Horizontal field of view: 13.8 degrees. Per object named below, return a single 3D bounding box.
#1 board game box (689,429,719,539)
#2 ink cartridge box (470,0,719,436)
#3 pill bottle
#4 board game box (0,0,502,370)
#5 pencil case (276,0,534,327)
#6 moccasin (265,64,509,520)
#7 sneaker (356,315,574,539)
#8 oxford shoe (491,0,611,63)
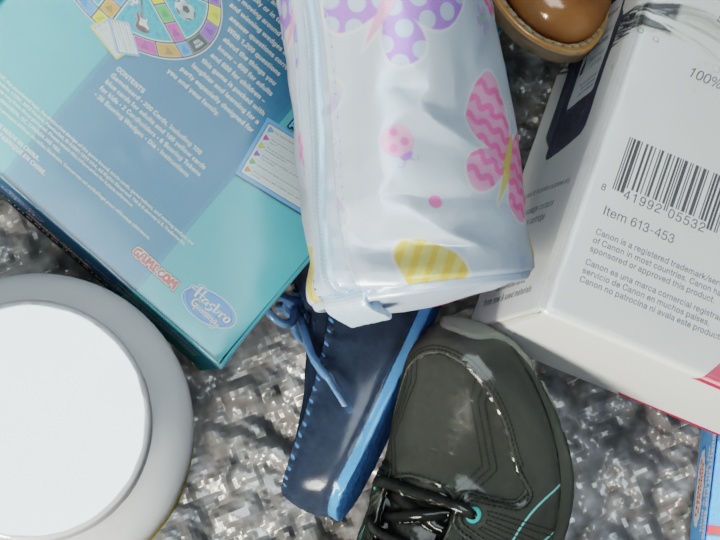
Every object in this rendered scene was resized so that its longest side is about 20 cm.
[{"bbox_3d":[0.214,0.057,1.193,0.151,0.037,0.200,7,84,-3],"label":"board game box"},{"bbox_3d":[0.147,-0.046,1.127,0.145,0.084,0.200,23,78,-13],"label":"ink cartridge box"},{"bbox_3d":[-0.116,0.059,1.090,0.111,0.200,0.112,0,84,-3],"label":"pill bottle"},{"bbox_3d":[-0.049,-0.086,1.116,0.151,0.047,0.200,42,80,-7],"label":"board game box"},{"bbox_3d":[0.008,-0.083,1.057,0.083,0.091,0.200,-9,91,31],"label":"pencil case"},{"bbox_3d":[0.000,0.000,1.175,0.068,0.080,0.200,18,69,3],"label":"moccasin"},{"bbox_3d":[0.030,0.117,1.117,0.075,0.079,0.200,14,112,32],"label":"sneaker"},{"bbox_3d":[0.075,-0.174,1.108,0.071,0.071,0.200,13,64,-27],"label":"oxford shoe"}]
